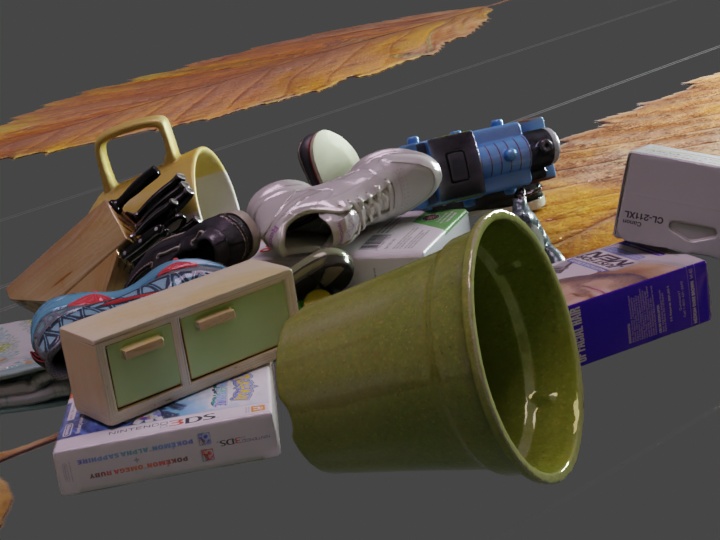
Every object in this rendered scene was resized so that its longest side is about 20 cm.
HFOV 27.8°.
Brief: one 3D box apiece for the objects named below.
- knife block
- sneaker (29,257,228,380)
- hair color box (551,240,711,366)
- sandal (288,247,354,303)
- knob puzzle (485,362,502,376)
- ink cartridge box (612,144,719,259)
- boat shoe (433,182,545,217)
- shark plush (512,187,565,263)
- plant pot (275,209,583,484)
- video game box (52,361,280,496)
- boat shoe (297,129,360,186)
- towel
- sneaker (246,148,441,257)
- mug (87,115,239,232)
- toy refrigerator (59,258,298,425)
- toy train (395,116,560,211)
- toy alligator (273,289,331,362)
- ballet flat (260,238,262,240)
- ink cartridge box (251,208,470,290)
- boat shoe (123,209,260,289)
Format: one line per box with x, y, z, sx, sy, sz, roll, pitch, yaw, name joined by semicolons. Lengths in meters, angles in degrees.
-0.273;-0.032;1.583;0.198;0.177;0.064;1;-23;33;knife block
-0.197;0.055;1.309;0.198;0.080;0.096;-18;26;-3;sneaker
0.200;0.032;1.304;0.199;0.065;0.109;-18;20;-22;hair color box
-0.092;0.020;1.405;0.200;0.058;0.080;-28;-24;23;sandal
0.041;0.053;1.265;0.218;0.031;0.220;-27;27;15;knob puzzle
0.329;-0.067;1.395;0.144;0.084;0.200;12;9;14;ink cartridge box
0.119;-0.097;1.745;0.197;0.067;0.075;-6;18;13;boat shoe
0.179;-0.047;1.527;0.090;0.084;0.200;-5;17;20;shark plush
0.045;0.074;1.089;0.183;0.202;0.200;-14;13;26;plant pot
-0.162;0.119;1.253;0.180;0.047;0.200;-8;17;-3;video game box
-0.023;-0.079;1.589;0.062;0.200;0.072;7;60;33;boat shoe
-0.332;0.089;1.436;0.198;0.049;0.171;-8;18;4;towel
-0.007;-0.057;1.425;0.198;0.075;0.100;-18;33;-12;sneaker
-0.233;-0.068;1.684;0.152;0.188;0.149;-14;-12;14;mug
-0.147;0.058;1.236;0.199;0.077;0.070;-20;20;-34;toy refrigerator
0.123;-0.113;1.553;0.198;0.088;0.114;-13;3;-22;toy train
-0.078;0.067;1.372;0.198;0.059;0.055;-17;62;-2;toy alligator
-0.111;0.003;1.564;0.063;0.069;0.200;17;29;27;ballet flat
0.000;0.000;1.474;0.198;0.085;0.145;-1;19;23;ink cartridge box
-0.183;0.002;1.432;0.199;0.073;0.063;-30;0;38;boat shoe
